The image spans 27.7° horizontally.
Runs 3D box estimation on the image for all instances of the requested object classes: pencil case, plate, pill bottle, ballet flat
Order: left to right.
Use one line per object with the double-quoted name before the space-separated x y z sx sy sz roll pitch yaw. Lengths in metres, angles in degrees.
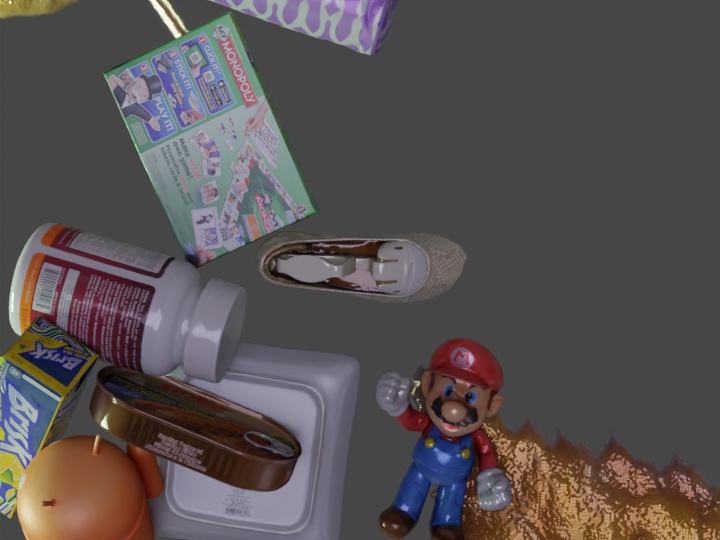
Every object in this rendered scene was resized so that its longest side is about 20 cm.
"pill bottle" -0.211 0.033 1.341 0.197 0.110 0.111 16 97 6
"plate" -0.109 0.170 1.392 0.196 0.032 0.203 8 97 3
"pencil case" -0.059 -0.262 1.320 0.197 0.084 0.087 21 74 1
"ballet flat" 0.000 0.000 1.350 0.197 0.062 0.069 0 100 4

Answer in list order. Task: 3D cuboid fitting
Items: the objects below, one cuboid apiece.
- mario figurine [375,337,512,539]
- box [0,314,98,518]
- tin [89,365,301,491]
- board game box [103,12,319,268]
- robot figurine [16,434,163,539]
"mario figurine" 0.074 0.160 1.337 0.122 0.106 0.203 4 107 -31
"box" -0.308 0.137 1.339 0.070 0.064 0.201 32 131 1
"tin" -0.150 0.142 1.322 0.198 0.112 0.042 22 107 3
"board game box" -0.138 -0.119 1.365 0.133 0.029 0.202 -23 94 6
"robot figurine" -0.247 0.224 1.329 0.142 0.201 0.118 -10 57 -8
